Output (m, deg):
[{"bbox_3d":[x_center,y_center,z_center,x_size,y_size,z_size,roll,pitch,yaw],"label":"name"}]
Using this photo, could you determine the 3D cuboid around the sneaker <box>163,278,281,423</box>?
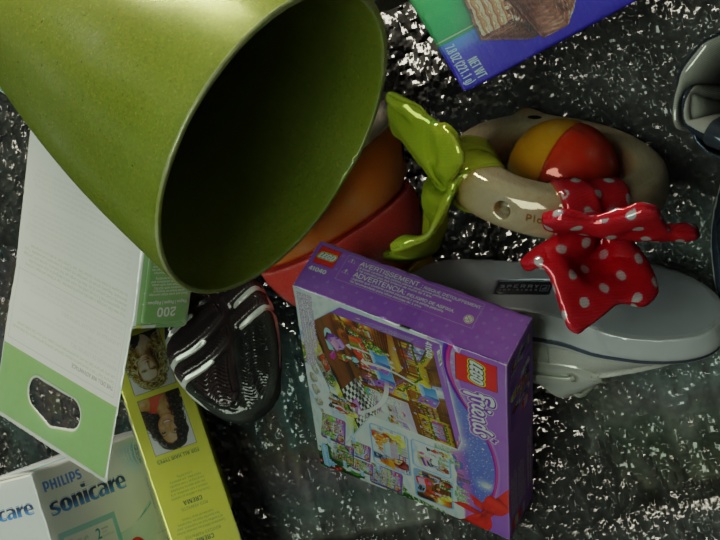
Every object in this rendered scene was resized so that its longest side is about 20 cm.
[{"bbox_3d":[-0.082,0.034,1.353,0.076,0.116,0.200,-36,52,6],"label":"sneaker"}]

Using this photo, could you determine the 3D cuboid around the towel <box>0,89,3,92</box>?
[{"bbox_3d":[-0.203,-0.137,1.356,0.149,0.200,0.031,34,73,8],"label":"towel"}]

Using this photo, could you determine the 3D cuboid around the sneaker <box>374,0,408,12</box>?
[{"bbox_3d":[0.037,-0.231,1.262,0.200,0.070,0.080,-43,71,23],"label":"sneaker"}]

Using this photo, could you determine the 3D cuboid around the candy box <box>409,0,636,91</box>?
[{"bbox_3d":[0.105,-0.221,1.158,0.199,0.077,0.169,-27,105,20],"label":"candy box"}]

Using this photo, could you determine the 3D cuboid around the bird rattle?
[{"bbox_3d":[0.109,-0.052,1.187,0.199,0.163,0.113,11,118,33],"label":"bird rattle"}]

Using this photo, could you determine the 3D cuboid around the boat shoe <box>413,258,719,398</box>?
[{"bbox_3d":[0.122,0.040,1.237,0.199,0.071,0.070,2,129,23],"label":"boat shoe"}]

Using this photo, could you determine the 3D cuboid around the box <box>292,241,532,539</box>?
[{"bbox_3d":[0.035,0.076,1.258,0.136,0.039,0.200,21,148,18],"label":"box"}]

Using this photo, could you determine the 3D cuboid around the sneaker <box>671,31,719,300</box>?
[{"bbox_3d":[0.213,-0.049,1.135,0.077,0.146,0.203,17,110,27],"label":"sneaker"}]

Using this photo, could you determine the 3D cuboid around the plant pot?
[{"bbox_3d":[-0.119,-0.118,1.172,0.200,0.187,0.188,33,115,26],"label":"plant pot"}]

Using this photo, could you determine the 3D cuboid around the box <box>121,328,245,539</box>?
[{"bbox_3d":[-0.124,0.122,1.420,0.050,0.075,0.201,-19,88,-4],"label":"box"}]

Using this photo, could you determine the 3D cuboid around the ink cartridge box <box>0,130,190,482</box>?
[{"bbox_3d":[-0.168,0.014,1.319,0.145,0.048,0.201,23,110,47],"label":"ink cartridge box"}]

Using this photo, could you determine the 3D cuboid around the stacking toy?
[{"bbox_3d":[0.000,0.000,1.313,0.146,0.146,0.200,-21,107,33],"label":"stacking toy"}]

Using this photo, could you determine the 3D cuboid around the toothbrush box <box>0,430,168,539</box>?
[{"bbox_3d":[-0.181,0.224,1.439,0.085,0.146,0.201,-18,89,33],"label":"toothbrush box"}]
